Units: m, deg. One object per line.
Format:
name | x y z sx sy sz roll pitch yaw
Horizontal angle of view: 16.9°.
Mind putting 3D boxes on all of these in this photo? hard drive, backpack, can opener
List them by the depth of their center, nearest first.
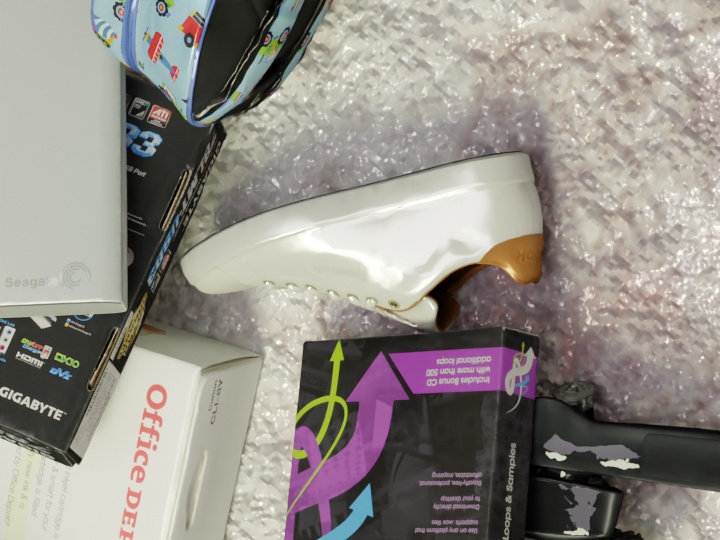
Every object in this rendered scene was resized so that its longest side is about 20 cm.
can opener | 0.156 0.095 1.214 0.200 0.063 0.079 -1 97 26
backpack | -0.070 -0.181 1.220 0.134 0.183 0.200 25 109 10
hard drive | -0.187 -0.075 1.247 0.132 0.026 0.200 -2 74 2

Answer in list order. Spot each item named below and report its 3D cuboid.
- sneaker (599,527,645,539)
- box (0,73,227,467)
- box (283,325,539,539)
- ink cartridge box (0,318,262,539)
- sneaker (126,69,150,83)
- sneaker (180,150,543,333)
sneaker | 0.081 0.202 1.258 0.200 0.070 0.094 -24 88 28
box | -0.199 -0.026 1.272 0.200 0.050 0.199 21 76 7
box | 0.021 0.132 1.236 0.143 0.036 0.200 -6 75 43
ink cartridge box | -0.169 0.092 1.341 0.200 0.083 0.145 16 101 21
sneaker | -0.200 -0.049 1.338 0.200 0.088 0.076 -25 84 22
sneaker | 0.000 0.000 1.265 0.200 0.073 0.085 -13 88 22
